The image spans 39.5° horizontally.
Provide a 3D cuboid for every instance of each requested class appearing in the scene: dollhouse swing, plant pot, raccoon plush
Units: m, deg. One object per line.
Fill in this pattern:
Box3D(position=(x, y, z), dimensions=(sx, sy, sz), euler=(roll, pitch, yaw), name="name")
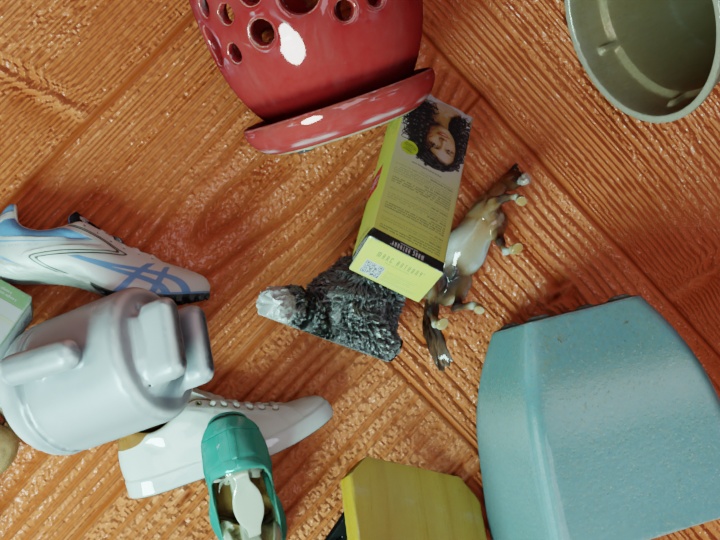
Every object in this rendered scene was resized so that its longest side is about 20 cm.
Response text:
Box3D(position=(0.024, 0.306, 0.929), dimensions=(0.198, 0.177, 0.182), euler=(19, 123, -35), name="dollhouse swing")
Box3D(position=(-0.035, -0.209, 0.862), dimensions=(0.198, 0.200, 0.185), euler=(-22, 103, -11), name="plant pot")
Box3D(position=(0.210, 0.135, 0.927), dimensions=(0.193, 0.196, 0.203), euler=(-13, 84, -12), name="plant pot")
Box3D(position=(0.000, 0.000, 0.886), dimensions=(0.095, 0.200, 0.136), euler=(18, 85, 21), name="raccoon plush")
Box3D(position=(0.328, -0.267, 0.954), dimensions=(0.182, 0.200, 0.203), euler=(-24, 96, -23), name="plant pot")

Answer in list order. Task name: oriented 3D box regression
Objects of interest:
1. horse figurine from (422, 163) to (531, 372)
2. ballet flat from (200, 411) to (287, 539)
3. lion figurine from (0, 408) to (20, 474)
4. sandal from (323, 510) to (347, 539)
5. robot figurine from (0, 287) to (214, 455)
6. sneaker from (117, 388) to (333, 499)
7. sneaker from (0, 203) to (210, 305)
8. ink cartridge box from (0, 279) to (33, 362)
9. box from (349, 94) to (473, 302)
Box3D(position=(0.103, -0.010, 0.941), dimensions=(0.049, 0.133, 0.202), euler=(28, 98, -15), name="horse figurine")
Box3D(position=(-0.100, 0.210, 0.863), dimensions=(0.066, 0.071, 0.202), euler=(-11, 132, -6), name="ballet flat")
Box3D(position=(-0.349, 0.180, 0.859), dimensions=(0.122, 0.072, 0.201), euler=(40, 80, -13), name="lion figurine")
Box3D(position=(-0.024, 0.294, 0.944), dimensions=(0.075, 0.045, 0.202), euler=(34, 84, -12), name="sandal")
Box3D(position=(-0.219, 0.086, 0.839), dimensions=(0.197, 0.169, 0.115), euler=(-20, 67, 20), name="robot figurine")
Box3D(position=(-0.123, 0.135, 0.906), dimensions=(0.197, 0.073, 0.086), euler=(-17, 89, -14), name="sneaker")
Box3D(position=(-0.227, -0.010, 0.885), dimensions=(0.197, 0.072, 0.074), euler=(13, 79, -16), name="sneaker")
Box3D(position=(-0.383, 0.074, 0.815), dimensions=(0.144, 0.048, 0.202), euler=(29, 60, -1), name="ink cartridge box")
Box3D(position=(0.048, -0.074, 0.898), dimensions=(0.074, 0.050, 0.202), euler=(24, 50, -13), name="box")
